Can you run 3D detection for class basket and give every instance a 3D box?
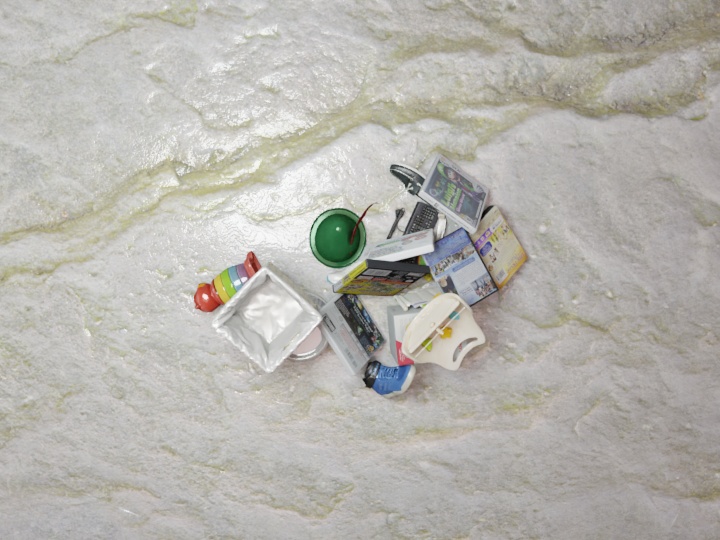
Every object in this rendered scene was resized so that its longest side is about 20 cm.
[{"bbox_3d":[-0.233,0.110,1.284,0.200,0.161,0.198,43,91,-12],"label":"basket"}]

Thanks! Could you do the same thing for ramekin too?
[{"bbox_3d":[-0.169,0.163,1.435,0.200,0.105,0.200,0,96,-4],"label":"ramekin"}]

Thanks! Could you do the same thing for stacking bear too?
[{"bbox_3d":[-0.368,0.047,1.406,0.200,0.121,0.114,-26,108,1],"label":"stacking bear"}]

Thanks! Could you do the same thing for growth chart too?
[{"bbox_3d":[0.198,0.076,1.438,0.200,0.145,0.018,-9,109,-6],"label":"growth chart"}]

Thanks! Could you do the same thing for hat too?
[{"bbox_3d":[-0.056,-0.096,1.379,0.165,0.176,0.200,9,95,-5],"label":"hat"}]

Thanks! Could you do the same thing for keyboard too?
[{"bbox_3d":[0.139,-0.105,1.474,0.127,0.021,0.200,23,93,-7],"label":"keyboard"}]

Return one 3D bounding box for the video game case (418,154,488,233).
[{"bbox_3d":[0.261,-0.215,1.395,0.182,0.200,0.023,34,137,-7],"label":"video game case"}]

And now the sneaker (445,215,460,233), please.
[{"bbox_3d":[0.303,-0.108,1.460,0.082,0.077,0.200,-21,112,-28],"label":"sneaker"}]

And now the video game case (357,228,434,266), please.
[{"bbox_3d":[0.100,-0.061,1.369,0.200,0.182,0.024,-13,105,12],"label":"video game case"}]

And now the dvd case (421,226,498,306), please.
[{"bbox_3d":[0.266,0.001,1.366,0.143,0.018,0.200,-29,92,-8],"label":"dvd case"}]

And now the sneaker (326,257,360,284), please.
[{"bbox_3d":[0.000,0.000,1.449,0.200,0.077,0.081,-8,98,-13],"label":"sneaker"}]

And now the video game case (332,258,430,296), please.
[{"bbox_3d":[0.053,0.023,1.357,0.200,0.181,0.026,5,64,-32],"label":"video game case"}]

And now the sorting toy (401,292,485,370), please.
[{"bbox_3d":[0.230,0.173,1.329,0.180,0.107,0.200,40,99,-18],"label":"sorting toy"}]

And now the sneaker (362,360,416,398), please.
[{"bbox_3d":[0.072,0.296,1.434,0.111,0.200,0.077,32,58,-5],"label":"sneaker"}]

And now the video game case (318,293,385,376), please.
[{"bbox_3d":[-0.027,0.164,1.425,0.023,0.182,0.200,-26,100,41],"label":"video game case"}]

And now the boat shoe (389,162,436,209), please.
[{"bbox_3d":[0.164,-0.236,1.433,0.200,0.076,0.060,28,84,-6],"label":"boat shoe"}]

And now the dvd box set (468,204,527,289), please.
[{"bbox_3d":[0.383,-0.066,1.448,0.146,0.029,0.200,-45,111,-19],"label":"dvd box set"}]

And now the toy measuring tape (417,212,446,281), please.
[{"bbox_3d":[0.206,-0.067,1.455,0.073,0.074,0.200,9,96,-5],"label":"toy measuring tape"}]

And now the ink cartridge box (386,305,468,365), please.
[{"bbox_3d":[0.187,0.171,1.443,0.200,0.145,0.145,-6,96,-4],"label":"ink cartridge box"}]
